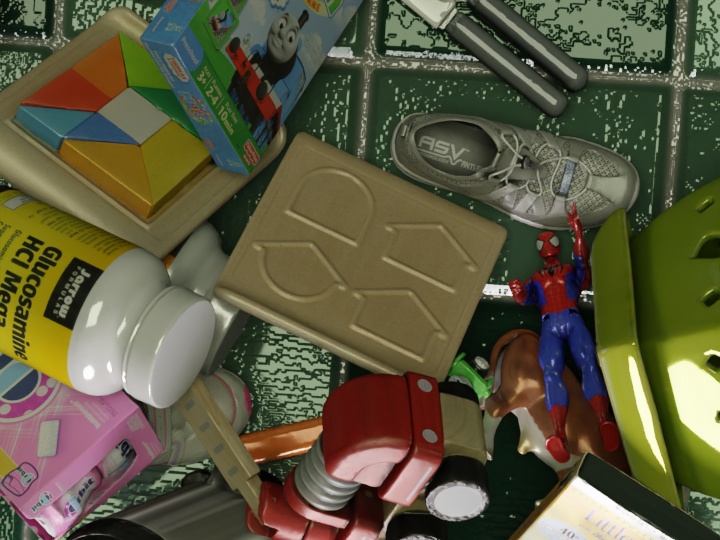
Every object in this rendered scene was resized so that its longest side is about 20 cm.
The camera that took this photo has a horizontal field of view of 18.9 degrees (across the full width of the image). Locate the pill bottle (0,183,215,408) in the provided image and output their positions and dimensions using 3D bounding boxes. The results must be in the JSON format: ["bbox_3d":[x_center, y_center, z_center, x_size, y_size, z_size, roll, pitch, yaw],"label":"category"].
[{"bbox_3d":[-0.209,0.021,1.555,0.199,0.112,0.113,23,91,20],"label":"pill bottle"}]

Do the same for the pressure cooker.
[{"bbox_3d":[-0.121,0.247,1.636,0.176,0.199,0.179,-40,75,35],"label":"pressure cooker"}]

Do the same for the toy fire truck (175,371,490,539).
[{"bbox_3d":[-0.028,0.133,1.557,0.199,0.129,0.176,16,132,-20],"label":"toy fire truck"}]

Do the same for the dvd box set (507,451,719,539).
[{"bbox_3d":[0.183,0.231,1.620,0.146,0.200,0.029,33,49,-1],"label":"dvd box set"}]

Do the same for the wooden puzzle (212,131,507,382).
[{"bbox_3d":[0.000,0.000,1.653,0.184,0.046,0.201,26,47,1],"label":"wooden puzzle"}]

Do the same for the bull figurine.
[{"bbox_3d":[0.161,0.139,1.671,0.121,0.065,0.200,-40,78,-20],"label":"bull figurine"}]

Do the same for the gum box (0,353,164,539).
[{"bbox_3d":[-0.248,0.105,1.620,0.113,0.066,0.200,-41,54,-13],"label":"gum box"}]

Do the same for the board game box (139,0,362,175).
[{"bbox_3d":[-0.073,-0.197,1.627,0.036,0.152,0.201,14,62,32],"label":"board game box"}]

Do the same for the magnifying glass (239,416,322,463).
[{"bbox_3d":[-0.001,0.122,1.715,0.199,0.022,0.080,-13,89,2],"label":"magnifying glass"}]

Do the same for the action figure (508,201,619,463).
[{"bbox_3d":[0.149,0.033,1.627,0.065,0.099,0.201,-14,47,8],"label":"action figure"}]

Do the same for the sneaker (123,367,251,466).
[{"bbox_3d":[-0.184,0.122,1.693,0.199,0.088,0.082,-12,88,4],"label":"sneaker"}]

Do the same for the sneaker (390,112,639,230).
[{"bbox_3d":[0.118,-0.076,1.676,0.199,0.082,0.075,10,90,4],"label":"sneaker"}]

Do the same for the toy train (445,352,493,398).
[{"bbox_3d":[0.032,0.138,1.656,0.042,0.056,0.200,43,121,6],"label":"toy train"}]

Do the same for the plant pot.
[{"bbox_3d":[0.271,0.056,1.582,0.180,0.201,0.200,-12,124,11],"label":"plant pot"}]

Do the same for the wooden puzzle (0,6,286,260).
[{"bbox_3d":[-0.177,-0.108,1.661,0.185,0.037,0.200,36,50,8],"label":"wooden puzzle"}]

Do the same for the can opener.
[{"bbox_3d":[0.091,-0.197,1.692,0.200,0.066,0.053,40,91,-1],"label":"can opener"}]

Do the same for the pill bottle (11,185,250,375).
[{"bbox_3d":[-0.180,-0.008,1.681,0.199,0.116,0.117,30,91,5],"label":"pill bottle"}]
